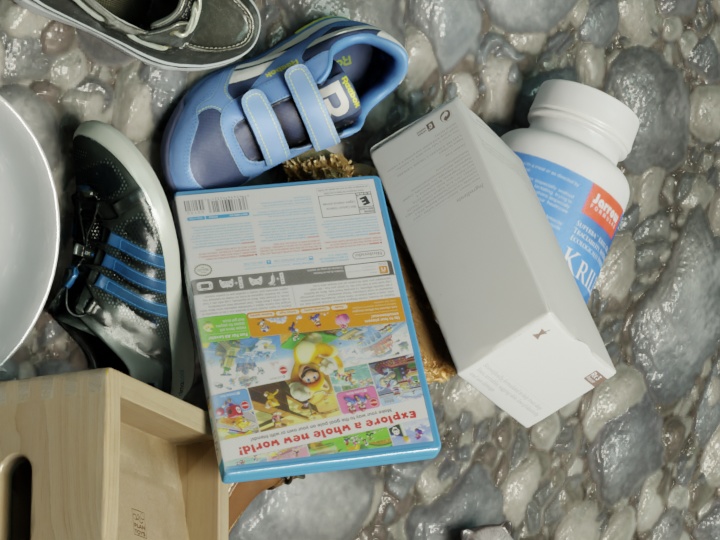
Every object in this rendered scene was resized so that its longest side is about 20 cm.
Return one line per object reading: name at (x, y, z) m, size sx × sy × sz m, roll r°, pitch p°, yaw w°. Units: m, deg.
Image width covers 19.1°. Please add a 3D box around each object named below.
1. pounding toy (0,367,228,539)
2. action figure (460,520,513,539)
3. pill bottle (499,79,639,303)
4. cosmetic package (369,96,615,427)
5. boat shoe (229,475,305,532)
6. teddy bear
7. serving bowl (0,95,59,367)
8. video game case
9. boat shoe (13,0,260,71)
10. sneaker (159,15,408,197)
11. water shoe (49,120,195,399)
pounding toy at (-0.183, 0.177, 1.289) m, size 0.184 × 0.141 × 0.202 m, roll 33°, pitch 52°, yaw -61°
action figure at (0.097, 0.288, 1.624) m, size 0.200 × 0.104 × 0.195 m, roll -13°, pitch 102°, yaw -70°
pill bottle at (0.135, -0.036, 1.598) m, size 0.112 × 0.112 × 0.201 m, roll 32°, pitch 76°, yaw -39°
cosmetic package at (0.090, -0.006, 1.471) m, size 0.081 × 0.201 × 0.113 m, roll -31°, pitch 142°, yaw 16°
boat shoe at (-0.063, 0.116, 1.462) m, size 0.201 × 0.068 × 0.072 m, roll -63°, pitch 171°, yaw -13°
teddy bear at (0.000, 0.000, 1.473) m, size 0.145 × 0.067 × 0.201 m, roll 0°, pitch 59°, yaw -60°
serving bowl at (-0.279, -0.022, 1.268) m, size 0.199 × 0.066 × 0.202 m, roll -9°, pitch 103°, yaw -40°
video game case at (-0.037, 0.034, 1.379) m, size 0.142 × 0.018 × 0.201 m, roll -5°, pitch 64°, yaw -15°
boat shoe at (-0.134, -0.169, 1.367) m, size 0.199 × 0.071 × 0.073 m, roll 8°, pitch 92°, yaw -42°
sneaker at (-0.050, -0.111, 1.444) m, size 0.200 × 0.082 × 0.074 m, roll -39°, pitch 121°, yaw -27°
water shoe at (-0.161, 0.006, 1.373) m, size 0.079 × 0.071 × 0.202 m, roll -26°, pitch 113°, yaw -33°
